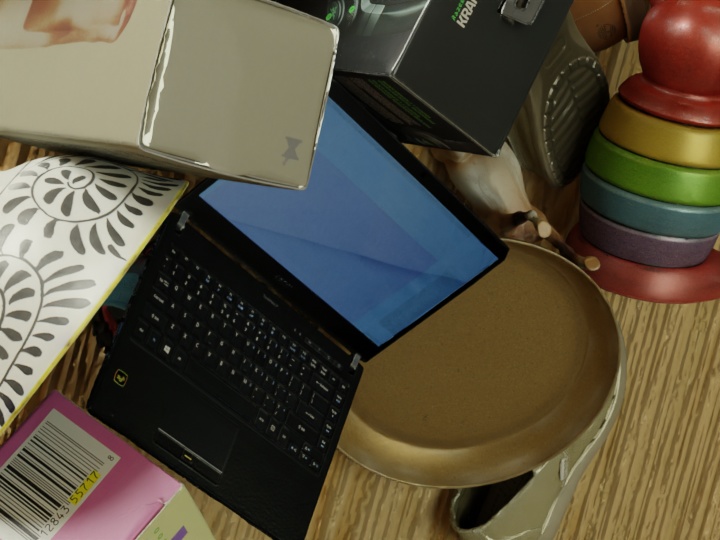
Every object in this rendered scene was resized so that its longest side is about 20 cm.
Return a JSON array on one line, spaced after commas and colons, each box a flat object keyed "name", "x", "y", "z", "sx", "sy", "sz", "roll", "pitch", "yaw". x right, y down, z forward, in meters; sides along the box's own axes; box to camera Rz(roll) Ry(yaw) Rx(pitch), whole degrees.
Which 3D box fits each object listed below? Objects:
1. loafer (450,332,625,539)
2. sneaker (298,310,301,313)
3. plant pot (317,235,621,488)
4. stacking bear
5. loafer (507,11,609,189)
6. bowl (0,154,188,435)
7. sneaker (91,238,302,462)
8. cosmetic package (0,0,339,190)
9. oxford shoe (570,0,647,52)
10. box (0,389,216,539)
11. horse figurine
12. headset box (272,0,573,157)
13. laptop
[{"name": "loafer", "x": 0.121, "y": 0.112, "z": 1.161, "sx": 0.068, "sy": 0.076, "sz": 0.201, "roll": 22, "pitch": 86, "yaw": -44}, {"name": "sneaker", "x": 0.000, "y": 0.000, "z": 1.080, "sx": 0.089, "sy": 0.077, "sz": 0.200, "roll": -38, "pitch": 126, "yaw": 11}, {"name": "plant pot", "x": 0.064, "y": 0.055, "z": 1.067, "sx": 0.199, "sy": 0.028, "sz": 0.201, "roll": -3, "pitch": 125, "yaw": -5}, {"name": "stacking bear", "x": 0.209, "y": -0.089, "z": 1.128, "sx": 0.114, "sy": 0.121, "sz": 0.201, "roll": -23, "pitch": 129, "yaw": -55}, {"name": "loafer", "x": 0.111, "y": -0.138, "z": 1.123, "sx": 0.076, "sy": 0.068, "sz": 0.200, "roll": -45, "pitch": 138, "yaw": -20}, {"name": "bowl", "x": -0.185, "y": 0.006, "z": 0.877, "sx": 0.094, "sy": 0.201, "sz": 0.201, "roll": 38, "pitch": 74, "yaw": -7}, {"name": "sneaker", "x": -0.070, "y": 0.054, "z": 1.015, "sx": 0.200, "sy": 0.079, "sz": 0.096, "roll": 52, "pitch": 58, "yaw": -40}, {"name": "cosmetic package", "x": -0.113, "y": -0.099, "z": 0.875, "sx": 0.103, "sy": 0.200, "sz": 0.088, "roll": 14, "pitch": 89, "yaw": -38}, {"name": "oxford shoe", "x": 0.131, "y": -0.238, "z": 1.121, "sx": 0.071, "sy": 0.071, "sz": 0.201, "roll": -19, "pitch": 105, "yaw": 3}, {"name": "box", "x": -0.163, "y": 0.193, "z": 0.907, "sx": 0.176, "sy": 0.097, "sz": 0.200, "roll": -49, "pitch": 154, "yaw": -18}, {"name": "horse figurine", "x": 0.084, "y": -0.064, "z": 1.094, "sx": 0.050, "sy": 0.133, "sz": 0.200, "roll": -32, "pitch": 104, "yaw": -13}, {"name": "headset box", "x": 0.033, "y": -0.169, "z": 0.972, "sx": 0.093, "sy": 0.200, "sz": 0.174, "roll": 33, "pitch": 78, "yaw": -36}, {"name": "laptop", "x": -0.028, "y": 0.031, "z": 0.945, "sx": 0.177, "sy": 0.103, "sz": 0.200, "roll": 41, "pitch": 57, "yaw": -35}]
